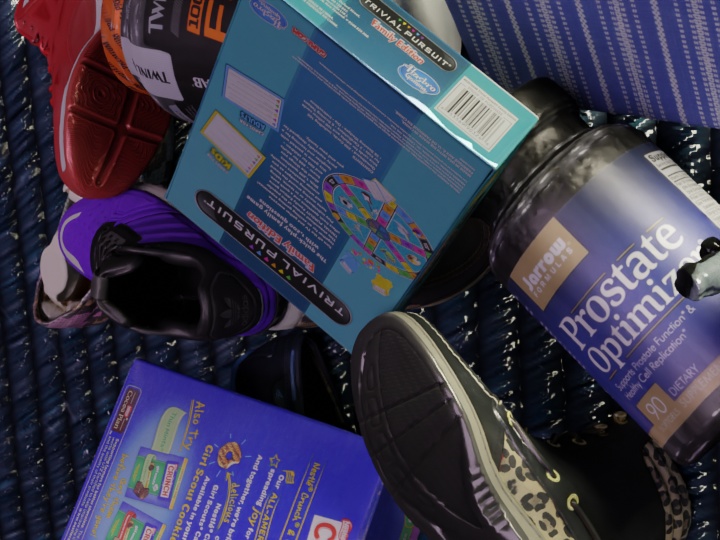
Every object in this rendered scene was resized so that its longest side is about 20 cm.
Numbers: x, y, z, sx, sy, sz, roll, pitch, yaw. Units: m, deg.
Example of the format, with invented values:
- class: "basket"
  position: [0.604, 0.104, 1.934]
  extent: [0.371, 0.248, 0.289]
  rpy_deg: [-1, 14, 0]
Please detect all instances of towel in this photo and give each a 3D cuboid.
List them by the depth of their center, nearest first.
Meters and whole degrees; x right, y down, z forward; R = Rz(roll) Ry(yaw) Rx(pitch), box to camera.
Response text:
- class: "towel"
  position: [0.134, -0.132, 0.742]
  extent: [0.199, 0.024, 0.145]
  rpy_deg: [13, 150, 32]

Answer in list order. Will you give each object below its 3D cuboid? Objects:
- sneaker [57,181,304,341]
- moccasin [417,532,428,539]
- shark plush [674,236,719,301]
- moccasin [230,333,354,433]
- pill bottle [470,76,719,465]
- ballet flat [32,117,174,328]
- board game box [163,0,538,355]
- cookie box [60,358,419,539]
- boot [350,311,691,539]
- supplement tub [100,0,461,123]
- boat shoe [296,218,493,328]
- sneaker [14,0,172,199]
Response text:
- class: "sneaker"
  position: [-0.136, -0.004, 0.882]
  extent: [0.199, 0.099, 0.070]
  rpy_deg: [16, 113, 36]
- class: "moccasin"
  position: [0.040, 0.245, 0.867]
  extent: [0.080, 0.068, 0.201]
  rpy_deg: [4, 73, 27]
- class: "shark plush"
  position: [0.226, -0.020, 0.657]
  extent: [0.083, 0.199, 0.091]
  rpy_deg: [-7, 80, 62]
- class: "moccasin"
  position: [-0.021, 0.136, 0.929]
  extent: [0.068, 0.080, 0.201]
  rpy_deg: [-32, 83, 32]
- class: "pill bottle"
  position: [0.140, -0.005, 0.760]
  extent: [0.200, 0.112, 0.112]
  rpy_deg: [46, 123, 16]
- class: "ballet flat"
  position: [-0.185, -0.038, 1.004]
  extent: [0.069, 0.071, 0.201]
  rpy_deg: [33, 119, 18]
- class: "board game box"
  position: [-0.014, -0.058, 0.758]
  extent: [0.151, 0.047, 0.200]
  rpy_deg: [40, 145, 5]
- class: "cookie box"
  position: [-0.076, 0.166, 0.864]
  extent: [0.199, 0.075, 0.172]
  rpy_deg: [16, 80, 32]
- class: "boot"
  position: [0.092, 0.101, 0.794]
  extent: [0.073, 0.153, 0.204]
  rpy_deg: [-39, 78, 40]
- class: "supplement tub"
  position: [-0.051, -0.140, 0.852]
  extent: [0.199, 0.122, 0.123]
  rpy_deg: [12, 109, 32]
- class: "boat shoe"
  position: [0.000, 0.000, 0.882]
  extent: [0.199, 0.073, 0.075]
  rpy_deg: [-23, 89, 37]
- class: "sneaker"
  position: [-0.183, -0.134, 0.961]
  extent: [0.115, 0.078, 0.201]
  rpy_deg: [-13, 61, 47]
